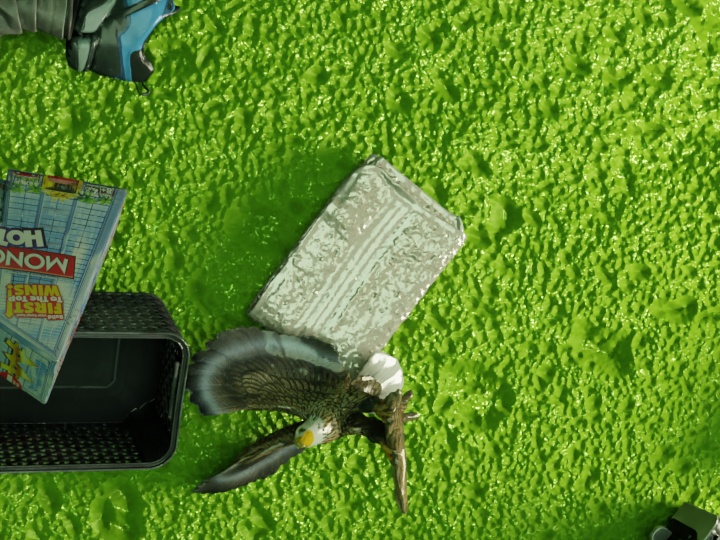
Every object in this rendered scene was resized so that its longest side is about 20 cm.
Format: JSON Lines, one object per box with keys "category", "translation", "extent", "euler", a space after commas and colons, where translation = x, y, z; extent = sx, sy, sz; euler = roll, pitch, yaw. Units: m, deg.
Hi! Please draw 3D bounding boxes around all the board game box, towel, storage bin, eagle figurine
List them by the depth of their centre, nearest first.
{"category": "board game box", "translation": [-0.298, 0.006, 1.181], "extent": [0.199, 0.200, 0.062], "euler": [9, 137, -17]}
{"category": "storage bin", "translation": [-0.263, 0.097, 1.273], "extent": [0.200, 0.094, 0.136], "euler": [1, 112, -23]}
{"category": "eagle figurine", "translation": [-0.054, 0.136, 1.328], "extent": [0.199, 0.151, 0.152], "euler": [2, 72, 15]}
{"category": "towel", "translation": [0.000, 0.000, 1.381], "extent": [0.132, 0.034, 0.200], "euler": [37, 87, -12]}

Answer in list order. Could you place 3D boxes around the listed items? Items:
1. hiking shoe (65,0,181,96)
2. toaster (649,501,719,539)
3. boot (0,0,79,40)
{"category": "hiking shoe", "translation": [-0.200, -0.267, 1.301], "extent": [0.087, 0.074, 0.200], "euler": [18, 101, -21]}
{"category": "toaster", "translation": [0.354, 0.356, 1.447], "extent": [0.200, 0.119, 0.181], "euler": [38, 87, -12]}
{"category": "boot", "translation": [-0.310, -0.211, 1.232], "extent": [0.131, 0.070, 0.201], "euler": [6, 77, -13]}
